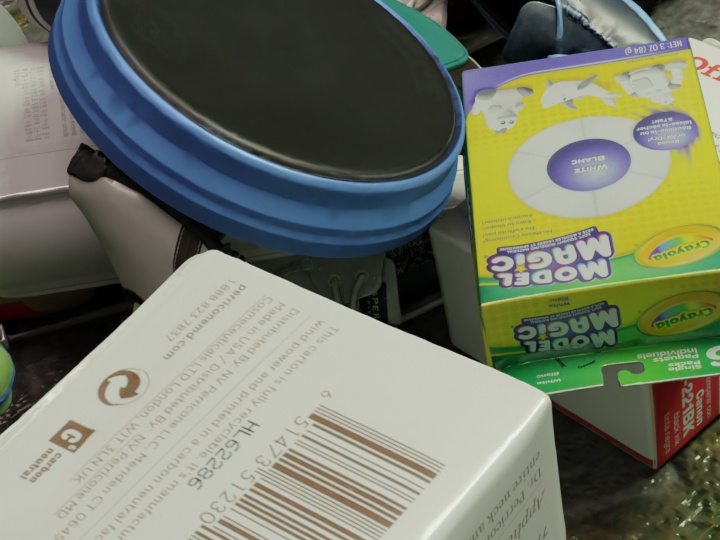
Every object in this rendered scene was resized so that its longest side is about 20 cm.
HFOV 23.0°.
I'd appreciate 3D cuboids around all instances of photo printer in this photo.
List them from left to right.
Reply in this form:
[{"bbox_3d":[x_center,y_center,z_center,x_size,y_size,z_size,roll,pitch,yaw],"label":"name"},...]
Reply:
[{"bbox_3d":[-0.094,-0.065,0.897,0.199,0.070,0.167,-10,36,-7],"label":"photo printer"}]

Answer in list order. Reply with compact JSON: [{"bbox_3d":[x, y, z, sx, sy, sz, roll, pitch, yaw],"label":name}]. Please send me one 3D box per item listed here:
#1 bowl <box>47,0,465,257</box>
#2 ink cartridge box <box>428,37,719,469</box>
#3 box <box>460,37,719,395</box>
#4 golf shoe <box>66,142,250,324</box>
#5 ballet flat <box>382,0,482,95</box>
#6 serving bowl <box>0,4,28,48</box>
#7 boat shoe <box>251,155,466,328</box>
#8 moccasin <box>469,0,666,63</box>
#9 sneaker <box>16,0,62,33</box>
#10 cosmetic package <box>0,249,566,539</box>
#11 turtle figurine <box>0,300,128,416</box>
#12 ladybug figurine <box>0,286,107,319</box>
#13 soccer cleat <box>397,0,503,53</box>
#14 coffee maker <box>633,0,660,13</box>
[{"bbox_3d":[-0.042,-0.089,0.814,0.200,0.039,0.201,20,36,-15],"label":"bowl"},{"bbox_3d":[0.157,-0.017,0.881,0.200,0.084,0.144,-36,46,-25],"label":"ink cartridge box"},{"bbox_3d":[0.107,-0.025,0.804,0.117,0.048,0.200,-8,43,6],"label":"box"},{"bbox_3d":[-0.080,0.036,0.798,0.094,0.200,0.078,-41,20,-11],"label":"golf shoe"},{"bbox_3d":[0.049,-0.091,0.997,0.200,0.070,0.069,35,58,29],"label":"ballet flat"},{"bbox_3d":[-0.298,-0.118,1.039,0.199,0.200,0.066,1,65,15],"label":"serving bowl"},{"bbox_3d":[0.001,0.001,0.908,0.200,0.070,0.071,-25,36,-20],"label":"boat shoe"},{"bbox_3d":[0.104,-0.136,1.015,0.068,0.081,0.200,-32,65,-31],"label":"moccasin"},{"bbox_3d":[-0.081,-0.176,0.941,0.200,0.079,0.079,-35,29,-30],"label":"sneaker"},{"bbox_3d":[-0.032,0.137,0.657,0.166,0.201,0.167,22,50,32],"label":"cosmetic package"},{"bbox_3d":[-0.204,0.094,0.836,0.193,0.200,0.145,-18,79,29],"label":"turtle figurine"},{"bbox_3d":[-0.210,-0.025,0.985,0.199,0.072,0.136,10,48,23],"label":"ladybug figurine"},{"bbox_3d":[0.007,-0.152,1.078,0.199,0.070,0.086,-17,27,-8],"label":"soccer cleat"},{"bbox_3d":[0.136,-0.280,1.112,0.134,0.193,0.200,-11,39,-25],"label":"coffee maker"}]
